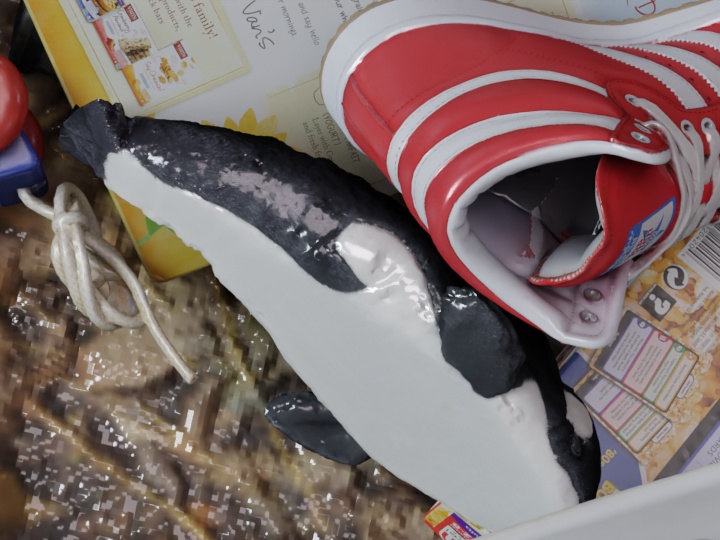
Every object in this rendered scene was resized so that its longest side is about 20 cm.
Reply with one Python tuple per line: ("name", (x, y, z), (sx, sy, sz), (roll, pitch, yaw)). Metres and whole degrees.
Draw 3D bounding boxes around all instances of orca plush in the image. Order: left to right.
("orca plush", (0.000, 0.000, 0.917), (0.199, 0.105, 0.071), (31, 51, 3))

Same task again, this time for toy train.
("toy train", (-0.151, -0.022, 0.934), (0.115, 0.085, 0.201), (-31, 84, -6))

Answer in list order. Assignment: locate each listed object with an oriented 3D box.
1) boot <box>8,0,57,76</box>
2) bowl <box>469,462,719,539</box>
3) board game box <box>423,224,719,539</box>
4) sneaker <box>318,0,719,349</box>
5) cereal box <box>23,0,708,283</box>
("boot", (-0.021, -0.126, 0.991), (0.131, 0.070, 0.201), (32, 79, -10))
("bowl", (0.091, 0.119, 0.826), (0.199, 0.200, 0.075), (-15, 110, -15))
("board game box", (0.144, 0.088, 0.975), (0.200, 0.046, 0.152), (41, 73, 2))
("sneaker", (0.096, -0.032, 0.891), (0.199, 0.072, 0.113), (-1, 32, -20))
("cereal box", (0.000, -0.095, 0.932), (0.199, 0.040, 0.144), (-21, 119, 2))
